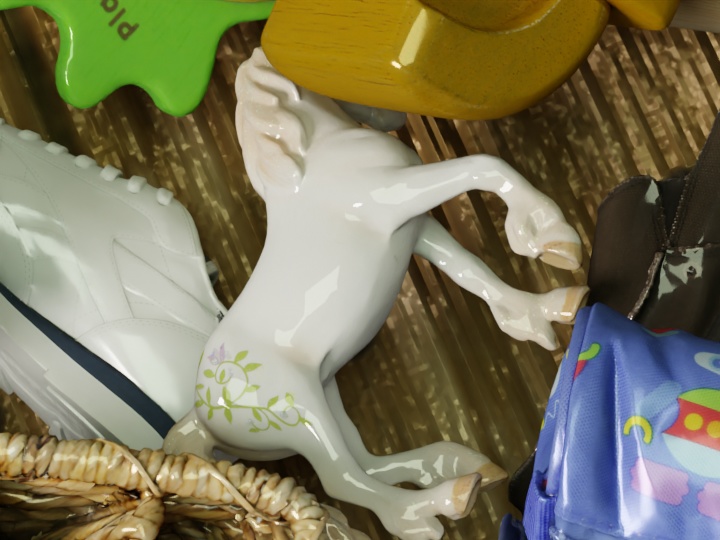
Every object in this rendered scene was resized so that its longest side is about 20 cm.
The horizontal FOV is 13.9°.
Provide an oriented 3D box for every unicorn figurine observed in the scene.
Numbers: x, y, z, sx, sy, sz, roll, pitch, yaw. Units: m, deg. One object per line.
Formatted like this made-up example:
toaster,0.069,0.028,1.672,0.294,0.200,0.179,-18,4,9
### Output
unicorn figurine,0.000,0.000,0.936,0.137,0.074,0.200,23,63,16

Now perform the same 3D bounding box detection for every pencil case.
pencil case,0.141,0.073,0.841,0.200,0.078,0.087,15,50,10

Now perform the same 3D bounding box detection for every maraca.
maraca,-0.046,-0.142,0.983,0.200,0.107,0.137,-49,112,-16

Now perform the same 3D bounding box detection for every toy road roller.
toy road roller,0.056,-0.103,0.922,0.200,0.123,0.146,28,83,-34

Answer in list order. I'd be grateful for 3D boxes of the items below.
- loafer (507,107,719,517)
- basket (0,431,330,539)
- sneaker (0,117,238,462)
loafer,0.104,0.007,0.967,0.071,0.073,0.200,32,75,18
basket,-0.109,0.146,0.844,0.143,0.149,0.200,24,61,-31
sneaker,-0.106,-0.009,0.994,0.200,0.076,0.080,44,72,9
